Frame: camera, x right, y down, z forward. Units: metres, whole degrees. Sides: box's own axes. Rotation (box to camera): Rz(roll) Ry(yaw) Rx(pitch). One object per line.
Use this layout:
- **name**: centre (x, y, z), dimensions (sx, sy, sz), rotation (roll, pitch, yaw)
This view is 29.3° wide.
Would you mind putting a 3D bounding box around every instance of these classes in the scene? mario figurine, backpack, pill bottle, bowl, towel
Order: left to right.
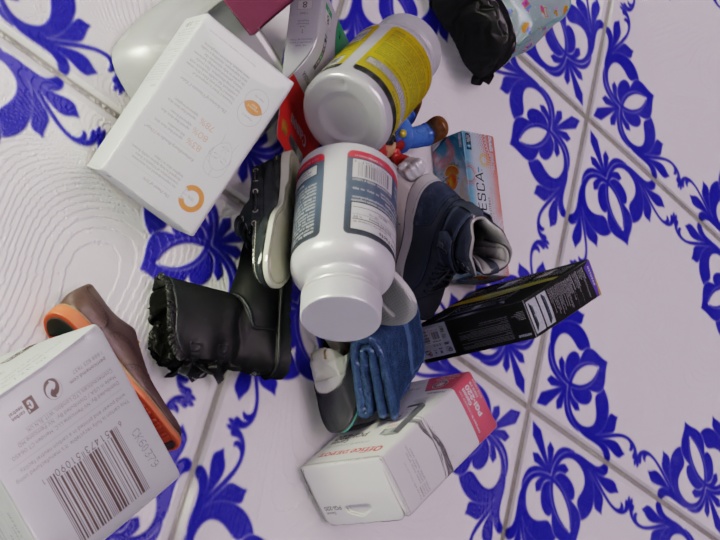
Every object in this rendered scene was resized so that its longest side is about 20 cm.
- **bowl**: centre (-0.171, -0.232, 1.616), dimensions (0.201, 0.074, 0.200), rotation (54, 48, -16)
- **pill bottle**: centre (-0.019, -0.030, 1.536), dimensions (0.119, 0.119, 0.202), rotation (31, 47, -33)
- **pill bottle**: centre (0.020, -0.229, 1.671), dimensions (0.115, 0.113, 0.200), rotation (57, 39, -16)
- **towel**: centre (0.038, 0.097, 1.674), dimensions (0.200, 0.048, 0.113), rotation (-48, 131, -66)
- **mario figurine**: centre (0.045, -0.181, 1.768), dimensions (0.200, 0.122, 0.108), rotation (-35, 130, -52)
- **backpack**: centre (0.209, -0.373, 1.979), dimensions (0.199, 0.126, 0.169), rotation (-31, 97, -47)

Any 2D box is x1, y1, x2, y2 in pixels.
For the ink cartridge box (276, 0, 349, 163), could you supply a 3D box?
- **ink cartridge box**: centre (-0.053, -0.218, 1.686), dimensions (0.161, 0.049, 0.203), rotation (59, 31, -63)

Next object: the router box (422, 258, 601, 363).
- **router box**: centre (0.189, 0.053, 1.789), dimensions (0.156, 0.199, 0.053), rotation (-28, 97, -43)

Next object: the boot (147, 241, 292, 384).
- **boot**: centre (-0.160, 0.033, 1.558), dimensions (0.161, 0.073, 0.201), rotation (9, 66, -33)

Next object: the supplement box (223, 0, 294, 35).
- **supplement box**: centre (-0.108, -0.371, 1.627), dimensions (0.086, 0.110, 0.201), rotation (48, 17, -22)

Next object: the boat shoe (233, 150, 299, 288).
- **boat shoe**: centre (-0.110, -0.056, 1.563), dimensions (0.075, 0.065, 0.201), rotation (66, 22, -48)

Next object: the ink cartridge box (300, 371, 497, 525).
- **ink cartridge box**: centre (0.046, 0.212, 1.646), dimensions (0.200, 0.145, 0.086), rotation (-40, 107, -43)

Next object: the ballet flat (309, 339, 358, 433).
- **ballet flat**: centre (-0.030, 0.096, 1.662), dimensions (0.073, 0.073, 0.202), rotation (34, 51, -32)

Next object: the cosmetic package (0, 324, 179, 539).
- **cosmetic package**: centre (-0.310, 0.174, 1.280), dimensions (0.164, 0.199, 0.167), rotation (-37, 105, -42)

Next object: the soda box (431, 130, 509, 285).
- **soda box**: centre (0.149, -0.084, 1.885), dimensions (0.068, 0.063, 0.203), rotation (5, 74, -42)

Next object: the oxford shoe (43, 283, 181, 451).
- **oxford shoe**: centre (-0.245, 0.102, 1.455), dimensions (0.201, 0.071, 0.073), rotation (55, 43, -17)

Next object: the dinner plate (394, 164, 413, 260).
- **dinner plate**: centre (0.037, -0.060, 1.800), dimensions (0.198, 0.024, 0.203), rotation (14, 69, -41)

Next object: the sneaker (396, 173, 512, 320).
- **sneaker**: centre (0.116, -0.001, 1.728), dimensions (0.076, 0.146, 0.205), rotation (-23, 130, -34)

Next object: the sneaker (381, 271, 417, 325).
- **sneaker**: centre (0.000, 0.000, 1.647), dimensions (0.080, 0.199, 0.071), rotation (-7, 122, -51)

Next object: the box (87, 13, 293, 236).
- **box**: centre (-0.185, -0.158, 1.499), dimensions (0.124, 0.097, 0.201), rotation (36, 83, -21)
